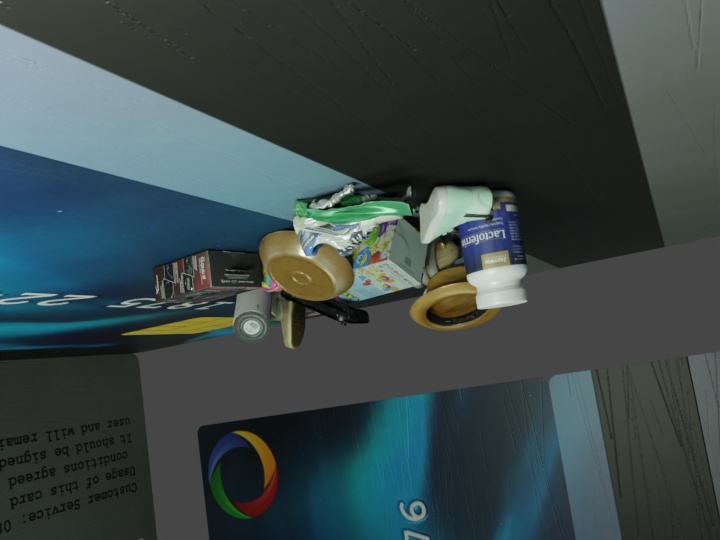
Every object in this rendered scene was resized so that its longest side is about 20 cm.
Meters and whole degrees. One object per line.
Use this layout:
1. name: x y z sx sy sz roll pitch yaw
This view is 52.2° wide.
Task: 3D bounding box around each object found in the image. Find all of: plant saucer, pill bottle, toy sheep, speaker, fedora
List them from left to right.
1. speaker: -0.233 0.067 1.609 0.079 0.083 0.201 -9 -149 0
2. plant saucer: -0.110 0.003 1.421 0.196 0.036 0.202 14 146 9
3. toy sheep: 0.113 -0.027 1.553 0.196 0.141 0.137 -11 172 24
4. fedora: 0.192 0.050 1.488 0.195 0.083 0.202 -2 150 -1
5. pill bottle: 0.245 -0.036 1.351 0.113 0.205 0.116 -9 172 -1

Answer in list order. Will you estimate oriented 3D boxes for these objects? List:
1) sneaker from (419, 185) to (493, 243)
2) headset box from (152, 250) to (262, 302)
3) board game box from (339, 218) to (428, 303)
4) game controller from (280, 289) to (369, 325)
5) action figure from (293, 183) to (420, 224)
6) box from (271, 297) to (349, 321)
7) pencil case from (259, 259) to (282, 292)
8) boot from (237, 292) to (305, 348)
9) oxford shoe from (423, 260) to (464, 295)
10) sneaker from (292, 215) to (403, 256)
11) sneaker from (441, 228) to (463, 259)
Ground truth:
1. sneaker: 0.170 -0.095 1.297 0.115 0.076 0.201 -1 168 -8
2. headset box: -0.312 0.014 1.530 0.197 0.079 0.148 -13 171 35
3. board game box: 0.023 -0.020 1.457 0.198 0.105 0.104 -16 141 41
4. game controller: -0.074 0.073 1.537 0.198 0.043 0.104 21 180 37
5. action figure: -0.012 -0.101 1.143 0.195 0.056 0.118 -3 175 13
6. box: -0.139 0.049 1.804 0.196 0.125 0.106 -12 171 21
7. pencil case: -0.139 0.005 1.641 0.087 0.091 0.198 -15 170 41
8. boot: -0.213 0.090 1.734 0.151 0.205 0.072 -10 166 20
9. oxford shoe: 0.211 0.020 1.570 0.199 0.058 0.075 -36 174 36
10. sneaker: -0.015 -0.068 1.259 0.196 0.087 0.077 -12 172 14
11. sneaker: 0.252 -0.065 1.607 0.113 0.077 0.199 0 165 -36
